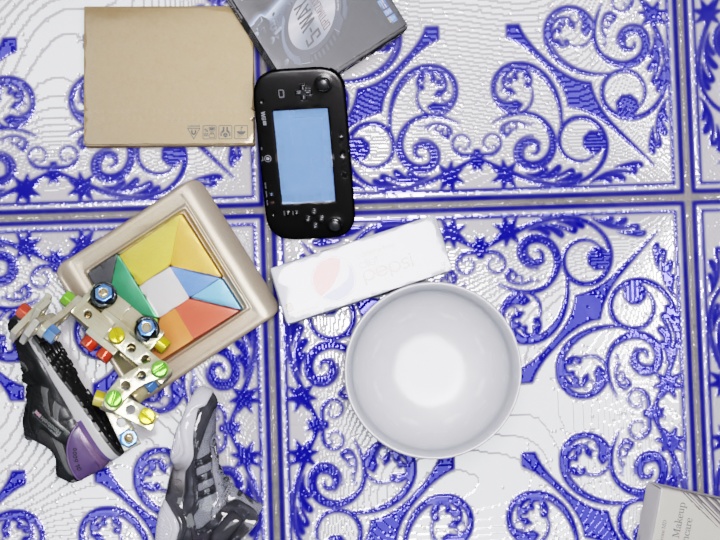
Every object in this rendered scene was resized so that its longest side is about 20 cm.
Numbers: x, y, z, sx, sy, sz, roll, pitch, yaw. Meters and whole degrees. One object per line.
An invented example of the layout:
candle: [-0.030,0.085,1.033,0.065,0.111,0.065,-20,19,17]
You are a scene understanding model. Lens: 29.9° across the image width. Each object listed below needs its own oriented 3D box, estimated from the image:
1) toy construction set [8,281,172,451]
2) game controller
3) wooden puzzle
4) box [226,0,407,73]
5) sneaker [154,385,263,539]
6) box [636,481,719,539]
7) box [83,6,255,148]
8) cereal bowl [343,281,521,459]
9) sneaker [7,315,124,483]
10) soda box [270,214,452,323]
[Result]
toy construction set: [-0.288,0.091,1.487,0.200,0.092,0.131,42,74,-13]
game controller: [-0.063,-0.131,1.526,0.103,0.042,0.201,-6,111,-3]
wooden puzzle: [-0.222,0.022,1.549,0.199,0.037,0.186,-33,88,-3]
box: [-0.065,-0.319,1.552,0.160,0.044,0.201,-32,92,-9]
sneaker: [-0.161,0.236,1.525,0.113,0.075,0.202,12,93,-2]
box: [0.423,0.302,1.538,0.198,0.068,0.083,11,87,-2]
box: [-0.222,-0.226,1.567,0.198,0.021,0.165,0,87,-1]
cereal bowl: [0.079,0.112,1.530,0.198,0.083,0.202,0,88,-2]
sneaker: [-0.358,0.148,1.524,0.087,0.076,0.201,-33,89,3]
soda box: [0.000,0.000,1.543,0.199,0.064,0.069,-18,87,-3]
